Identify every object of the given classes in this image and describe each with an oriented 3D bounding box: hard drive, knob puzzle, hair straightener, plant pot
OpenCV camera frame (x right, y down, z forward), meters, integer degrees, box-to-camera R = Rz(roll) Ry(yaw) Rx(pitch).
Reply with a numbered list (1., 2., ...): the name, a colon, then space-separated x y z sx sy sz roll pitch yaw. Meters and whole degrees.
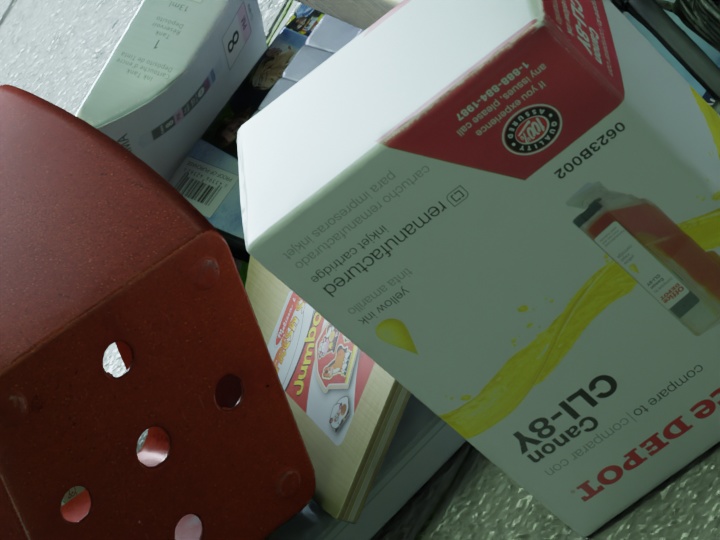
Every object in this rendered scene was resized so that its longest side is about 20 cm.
1. hard drive: -0.010 0.077 1.269 0.200 0.026 0.132 -45 26 3
2. knob puzzle: 0.000 0.000 1.254 0.220 0.030 0.220 -42 39 47
3. hair straightener: 0.128 -0.103 1.124 0.077 0.200 0.041 -52 -11 1
4. plant pot: -0.138 0.059 1.190 0.200 0.200 0.176 -35 29 -30

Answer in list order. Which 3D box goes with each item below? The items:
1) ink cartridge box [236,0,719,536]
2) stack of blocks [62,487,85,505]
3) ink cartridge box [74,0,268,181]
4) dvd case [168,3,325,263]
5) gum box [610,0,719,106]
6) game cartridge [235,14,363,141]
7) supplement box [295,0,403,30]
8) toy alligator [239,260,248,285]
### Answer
1. ink cartridge box: 0.073 -0.012 1.072 0.145 0.200 0.083 -38 31 19
2. stack of blocks: -0.198 0.085 1.440 0.200 0.115 0.059 -6 48 52
3. ink cartridge box: -0.106 -0.040 1.436 0.057 0.163 0.200 15 61 16
4. dvd case: 0.001 -0.083 1.390 0.143 0.018 0.200 22 69 40
5. gum box: 0.135 -0.124 1.222 0.200 0.045 0.170 33 89 47
6. game cartridge: 0.047 -0.082 1.325 0.200 0.038 0.130 19 72 41
7. supplement box: 0.030 -0.168 1.255 0.126 0.074 0.200 -57 37 -3
8. toy alligator: -0.005 -0.069 1.430 0.200 0.054 0.059 -44 27 7
